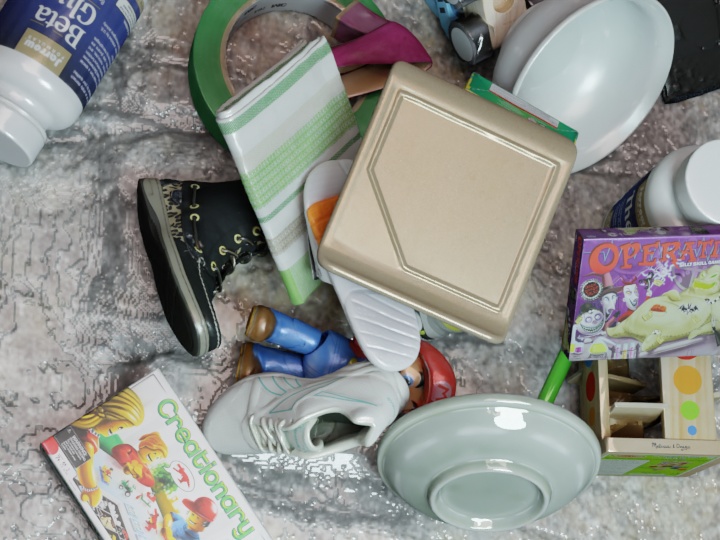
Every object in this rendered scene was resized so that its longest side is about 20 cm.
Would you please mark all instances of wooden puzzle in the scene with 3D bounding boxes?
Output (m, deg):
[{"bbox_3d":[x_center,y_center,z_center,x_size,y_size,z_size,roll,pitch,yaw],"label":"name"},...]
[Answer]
[{"bbox_3d":[0.075,-0.059,1.589,0.184,0.037,0.201,24,79,-11],"label":"wooden puzzle"}]

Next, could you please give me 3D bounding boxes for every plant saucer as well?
[{"bbox_3d":[0.112,0.182,1.594,0.199,0.201,0.050,9,51,-9],"label":"plant saucer"}]

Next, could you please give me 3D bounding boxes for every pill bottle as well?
[{"bbox_3d":[0.306,-0.051,1.700,0.110,0.200,0.112,3,74,-11],"label":"pill bottle"},{"bbox_3d":[-0.287,-0.199,1.663,0.111,0.111,0.201,28,71,-3],"label":"pill bottle"}]

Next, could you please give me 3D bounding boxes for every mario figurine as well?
[{"bbox_3d":[-0.010,0.092,1.640,0.199,0.124,0.106,12,60,-4],"label":"mario figurine"}]

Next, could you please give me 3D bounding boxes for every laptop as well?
[{"bbox_3d":[0.350,-0.294,1.877,0.176,0.103,0.201,-18,105,-15],"label":"laptop"}]

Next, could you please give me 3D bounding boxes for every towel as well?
[{"bbox_3d":[-0.052,-0.091,1.631,0.149,0.031,0.201,-42,126,-35],"label":"towel"}]

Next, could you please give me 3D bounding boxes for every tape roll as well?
[{"bbox_3d":[-0.064,-0.194,1.742,0.199,0.048,0.202,3,75,-11],"label":"tape roll"}]

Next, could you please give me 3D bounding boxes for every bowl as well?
[{"bbox_3d":[0.196,-0.198,1.745,0.200,0.202,0.090,-29,51,-18],"label":"bowl"}]

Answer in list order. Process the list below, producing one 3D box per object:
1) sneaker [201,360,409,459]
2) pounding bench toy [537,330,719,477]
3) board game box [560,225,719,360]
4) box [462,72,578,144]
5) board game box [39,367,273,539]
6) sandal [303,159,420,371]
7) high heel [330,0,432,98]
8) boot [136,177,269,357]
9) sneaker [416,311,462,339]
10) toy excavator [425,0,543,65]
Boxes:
[{"bbox_3d":[-0.059,0.130,1.593,0.071,0.199,0.080,66,27,-20],"label":"sneaker"},{"bbox_3d":[0.228,0.102,1.681,0.199,0.124,0.157,2,74,-11],"label":"pounding bench toy"},{"bbox_3d":[0.280,0.019,1.599,0.199,0.032,0.121,-2,112,-11],"label":"board game box"},{"bbox_3d":[0.105,-0.071,1.694,0.117,0.200,0.048,30,29,-2],"label":"box"},{"bbox_3d":[-0.178,0.204,1.615,0.126,0.035,0.200,-33,84,-18],"label":"board game box"},{"bbox_3d":[-0.007,0.001,1.606,0.079,0.059,0.208,-6,67,-25],"label":"sandal"},{"bbox_3d":[-0.021,-0.165,1.680,0.096,0.067,0.200,36,67,10],"label":"high heel"},{"bbox_3d":[-0.111,-0.017,1.642,0.153,0.074,0.204,-9,47,-17],"label":"boot"},{"bbox_3d":[0.071,-0.031,1.665,0.076,0.201,0.076,-10,34,9],"label":"sneaker"},{"bbox_3d":[0.083,-0.322,1.787,0.100,0.200,0.195,-29,127,-19],"label":"toy excavator"}]
